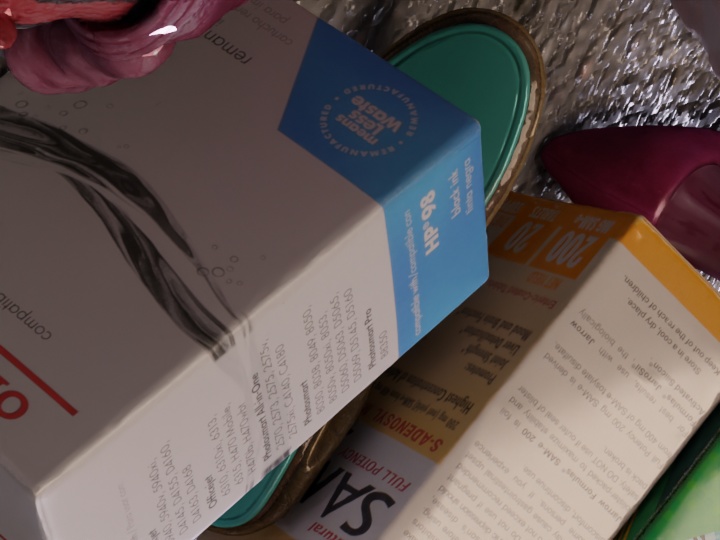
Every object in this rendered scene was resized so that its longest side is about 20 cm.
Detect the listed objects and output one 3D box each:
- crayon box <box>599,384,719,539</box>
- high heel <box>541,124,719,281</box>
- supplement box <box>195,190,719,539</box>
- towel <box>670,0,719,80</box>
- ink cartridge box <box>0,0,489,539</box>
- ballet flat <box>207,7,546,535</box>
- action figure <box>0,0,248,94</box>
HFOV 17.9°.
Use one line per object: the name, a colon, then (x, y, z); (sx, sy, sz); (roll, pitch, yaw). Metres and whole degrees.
crayon box: (0.095, 0.077, 0.861); (0.058, 0.200, 0.119); (42, 81, -18)
high heel: (0.137, -0.044, 0.958); (0.068, 0.096, 0.200); (-61, 172, 13)
supplement box: (0.030, 0.070, 0.804); (0.073, 0.126, 0.200); (43, 80, -21)
towel: (0.092, -0.171, 0.597); (0.032, 0.201, 0.192); (-9, 134, -14)
ink cartridge box: (-0.073, 0.011, 0.608); (0.200, 0.116, 0.067); (-40, 148, -26)
ballet flat: (0.000, 0.000, 0.772); (0.201, 0.068, 0.072); (-61, 171, 11)
action figure: (-0.030, -0.086, 0.555); (0.200, 0.148, 0.135); (-43, 158, -48)
